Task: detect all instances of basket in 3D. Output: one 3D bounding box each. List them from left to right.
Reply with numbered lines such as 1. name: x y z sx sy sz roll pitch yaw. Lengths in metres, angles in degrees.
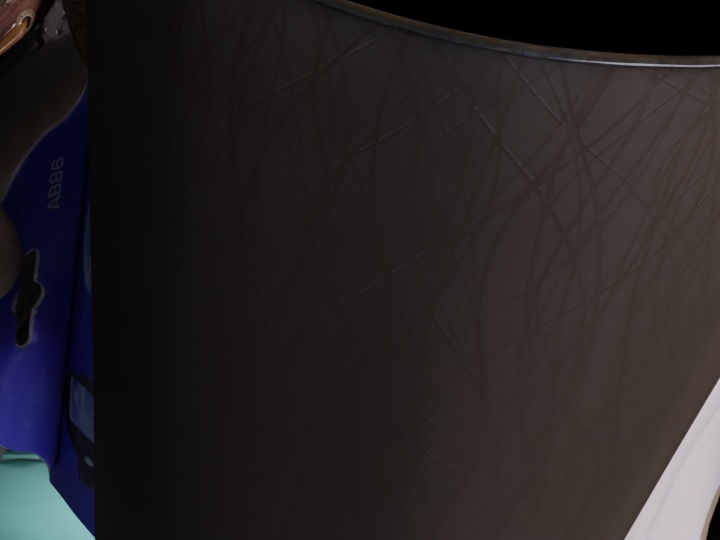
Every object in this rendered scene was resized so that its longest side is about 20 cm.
1. basket: 0.012 -0.005 0.613 0.179 0.136 0.201 2 130 -17

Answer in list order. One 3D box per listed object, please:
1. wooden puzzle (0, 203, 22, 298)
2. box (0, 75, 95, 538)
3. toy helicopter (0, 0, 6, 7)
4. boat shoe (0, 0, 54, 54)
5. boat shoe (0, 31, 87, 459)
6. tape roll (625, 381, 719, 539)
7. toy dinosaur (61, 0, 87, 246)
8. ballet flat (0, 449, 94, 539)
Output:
1. wooden puzzle: -0.188 -0.026 0.605 0.185 0.037 0.201 -40 111 -19
2. box: 0.000 0.000 0.736 0.199 0.041 0.120 -12 125 -33
3. toy helicopter: -0.061 -0.125 0.618 0.079 0.131 0.201 67 33 -50
4. boat shoe: -0.151 -0.028 0.703 0.200 0.072 0.072 -46 143 -22
5. boat shoe: -0.104 0.017 0.755 0.060 0.072 0.202 49 59 -26
6. tape roll: 0.102 0.034 0.983 0.202 0.139 0.204 -30 139 -30
7. toy dinosaur: -0.033 -0.093 0.757 0.200 0.102 0.077 -53 -176 -9
8. ballet flat: -0.146 0.085 0.799 0.199 0.075 0.068 -14 99 -43
